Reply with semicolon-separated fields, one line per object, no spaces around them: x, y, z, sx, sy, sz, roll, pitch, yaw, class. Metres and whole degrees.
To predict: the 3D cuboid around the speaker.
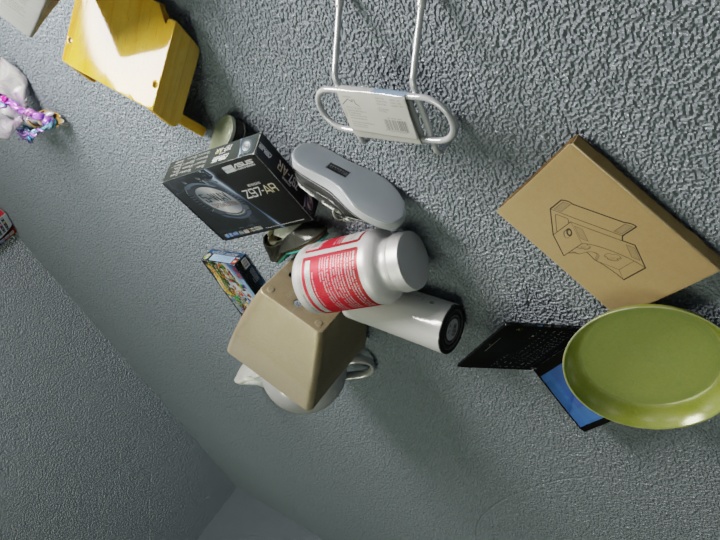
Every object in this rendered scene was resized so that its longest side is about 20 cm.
0.065;0.065;1.073;0.198;0.081;0.082;17;144;35;speaker

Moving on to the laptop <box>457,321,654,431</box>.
0.260;0.153;0.924;0.196;0.105;0.178;4;153;-13;laptop

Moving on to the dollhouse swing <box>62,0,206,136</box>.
-0.325;-0.329;1.049;0.198;0.175;0.184;29;108;21;dollhouse swing

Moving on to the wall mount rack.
0.030;-0.216;0.741;0.198;0.075;0.175;17;147;37;wall mount rack

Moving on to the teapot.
-0.100;0.188;1.350;0.198;0.199;0.146;50;141;5;teapot

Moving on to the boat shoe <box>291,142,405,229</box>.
-0.020;-0.105;0.944;0.198;0.074;0.069;30;146;20;boat shoe

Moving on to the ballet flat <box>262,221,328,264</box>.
-0.125;-0.059;1.150;0.069;0.068;0.199;55;149;-8;ballet flat

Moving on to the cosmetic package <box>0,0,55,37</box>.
-0.430;-0.444;0.843;0.166;0.169;0.199;38;155;-26;cosmetic package

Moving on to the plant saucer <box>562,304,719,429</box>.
0.344;0.111;0.792;0.197;0.031;0.202;12;130;14;plant saucer

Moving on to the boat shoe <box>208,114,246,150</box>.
-0.222;-0.181;1.103;0.060;0.073;0.201;7;150;-27;boat shoe

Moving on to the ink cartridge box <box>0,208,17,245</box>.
-1.383;-0.143;2.420;0.083;0.201;0.176;33;152;11;ink cartridge box

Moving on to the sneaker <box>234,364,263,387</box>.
-0.277;0.297;1.830;0.088;0.076;0.199;39;153;-23;sneaker

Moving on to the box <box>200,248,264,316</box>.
-0.254;0.045;1.476;0.135;0.038;0.201;7;137;46;box

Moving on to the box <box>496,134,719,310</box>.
0.267;-0.040;0.741;0.199;0.021;0.164;40;152;0;box

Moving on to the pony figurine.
-0.768;-0.353;1.465;0.198;0.169;0.192;6;169;42;pony figurine

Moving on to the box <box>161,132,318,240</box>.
-0.189;-0.126;1.057;0.197;0.044;0.160;-9;141;31;box

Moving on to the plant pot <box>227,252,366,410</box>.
-0.102;0.088;1.205;0.198;0.200;0.178;33;140;13;plant pot

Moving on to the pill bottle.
0.000;0.000;1.007;0.198;0.113;0.113;-11;125;38;pill bottle
